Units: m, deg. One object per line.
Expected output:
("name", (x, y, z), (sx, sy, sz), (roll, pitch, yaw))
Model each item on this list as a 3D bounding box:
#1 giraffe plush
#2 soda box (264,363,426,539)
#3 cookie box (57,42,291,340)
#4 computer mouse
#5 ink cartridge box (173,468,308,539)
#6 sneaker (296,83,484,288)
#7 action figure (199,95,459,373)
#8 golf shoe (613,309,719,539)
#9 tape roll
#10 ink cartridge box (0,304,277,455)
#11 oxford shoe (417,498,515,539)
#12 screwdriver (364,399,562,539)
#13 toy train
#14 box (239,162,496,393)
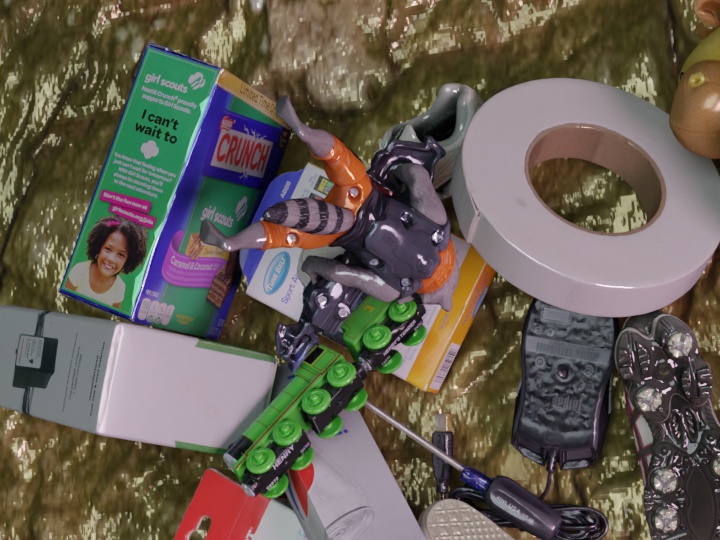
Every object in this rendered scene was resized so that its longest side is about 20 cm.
("giraffe plush", (0.289, -0.117, 1.108), (0.161, 0.199, 0.174), (28, 117, 26))
("soda box", (-0.018, 0.158, 1.187), (0.068, 0.064, 0.201), (-16, 49, -16))
("cookie box", (-0.140, -0.057, 1.253), (0.075, 0.171, 0.202), (19, 89, 19))
("computer mouse", (0.125, 0.103, 1.202), (0.139, 0.046, 0.203), (4, 95, 16))
("ink cartridge box", (-0.050, 0.247, 1.231), (0.199, 0.067, 0.117), (26, 91, 21))
("sneaker", (0.023, -0.063, 1.201), (0.200, 0.081, 0.075), (-44, 56, -11))
("action figure", (-0.013, -0.009, 1.112), (0.201, 0.192, 0.105), (-63, 31, 10))
("golf shoe", (0.233, 0.121, 1.147), (0.076, 0.088, 0.202), (-12, 101, 5))
("tape roll", (0.164, -0.056, 1.147), (0.200, 0.037, 0.204), (6, 51, -8))
("ink cartridge box", (-0.183, 0.083, 1.223), (0.199, 0.146, 0.084), (6, 83, 53))
("oxford shoe", (0.117, 0.249, 1.173), (0.200, 0.075, 0.058), (40, 140, 6))
("screwdriver", (0.062, 0.142, 1.187), (0.199, 0.028, 0.029), (30, 130, 14))
("toy train", (-0.027, 0.087, 1.174), (0.056, 0.042, 0.200), (24, 60, 40))
("box", (0.000, 0.000, 1.265), (0.199, 0.041, 0.120), (28, 92, 24))
